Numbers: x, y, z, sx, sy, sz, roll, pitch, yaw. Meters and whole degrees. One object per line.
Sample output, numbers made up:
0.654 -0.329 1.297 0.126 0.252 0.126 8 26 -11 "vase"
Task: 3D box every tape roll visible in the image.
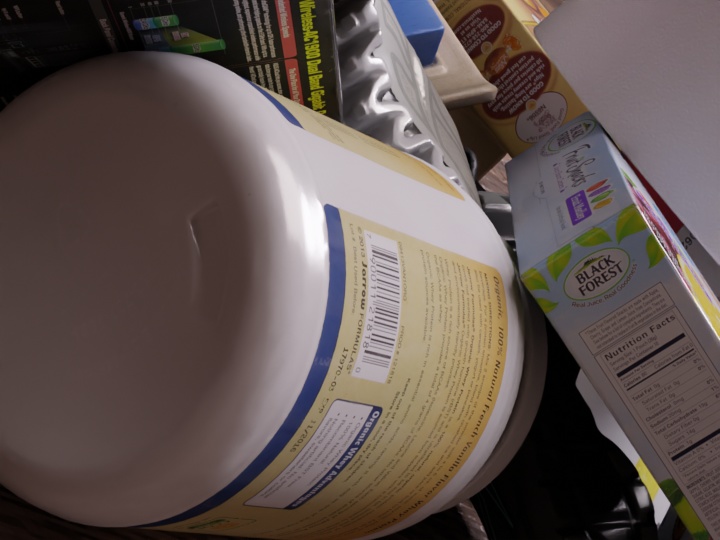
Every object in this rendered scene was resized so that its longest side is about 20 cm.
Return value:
0.192 -0.077 0.824 0.203 0.139 0.203 46 12 -13 "tape roll"

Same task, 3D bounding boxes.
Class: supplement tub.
-0.031 0.018 0.627 0.145 0.144 0.200 57 19 26 "supplement tub"

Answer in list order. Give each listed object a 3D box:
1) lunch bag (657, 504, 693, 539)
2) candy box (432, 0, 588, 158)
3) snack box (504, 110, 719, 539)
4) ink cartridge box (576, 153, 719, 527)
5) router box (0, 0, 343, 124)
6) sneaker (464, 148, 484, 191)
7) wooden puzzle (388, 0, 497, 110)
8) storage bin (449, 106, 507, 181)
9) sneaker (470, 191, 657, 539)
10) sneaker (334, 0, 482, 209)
0.156 0.145 0.777 0.075 0.161 0.200 21 19 -1 "lunch bag"
0.091 -0.116 1.058 0.200 0.055 0.115 55 18 18 "candy box"
0.116 0.022 0.733 0.143 0.053 0.200 57 10 -10 "snack box"
0.143 0.061 0.933 0.200 0.145 0.083 45 -14 -8 "ink cartridge box"
-0.083 -0.091 0.605 0.200 0.149 0.062 88 -4 -78 "router box"
0.087 0.020 1.003 0.200 0.079 0.075 45 13 -18 "sneaker"
-0.050 -0.142 0.927 0.184 0.046 0.200 -15 53 -26 "wooden puzzle"
-0.004 -0.136 1.123 0.199 0.094 0.200 45 18 -11 "storage bin"
0.067 0.060 0.832 0.075 0.079 0.201 1 62 -27 "sneaker"
-0.003 -0.073 0.772 0.201 0.075 0.081 66 19 4 "sneaker"
